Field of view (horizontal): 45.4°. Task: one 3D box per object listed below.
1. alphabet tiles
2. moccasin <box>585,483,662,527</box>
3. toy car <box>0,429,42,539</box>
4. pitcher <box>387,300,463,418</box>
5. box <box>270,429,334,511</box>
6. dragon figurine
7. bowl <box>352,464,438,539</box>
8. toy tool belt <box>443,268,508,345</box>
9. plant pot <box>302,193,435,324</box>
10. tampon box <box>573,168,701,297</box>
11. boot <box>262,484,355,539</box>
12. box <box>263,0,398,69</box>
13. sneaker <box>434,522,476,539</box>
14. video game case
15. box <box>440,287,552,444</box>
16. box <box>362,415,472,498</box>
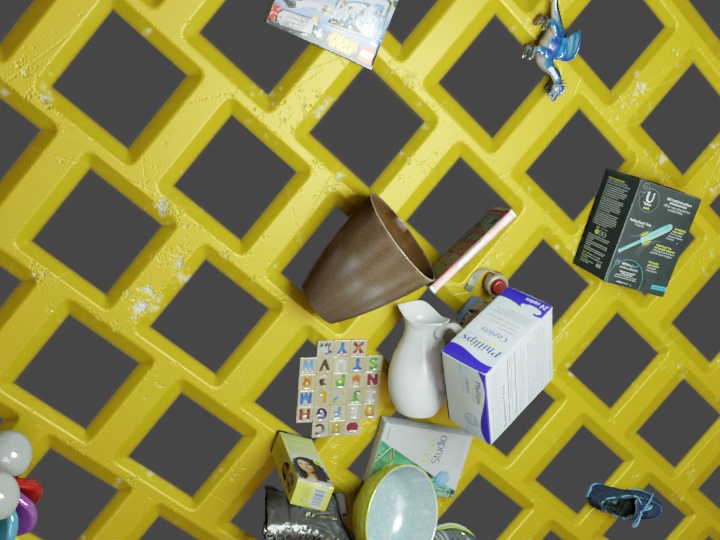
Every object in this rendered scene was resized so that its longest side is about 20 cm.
[{"bbox_3d":[-0.041,0.229,1.666,0.164,0.006,0.203,0,107,-16],"label":"alphabet tiles"},{"bbox_3d":[0.589,0.529,1.906,0.197,0.068,0.082,11,104,-19],"label":"moccasin"},{"bbox_3d":[-0.614,0.388,1.456,0.174,0.201,0.150,-36,121,18],"label":"toy car"},{"bbox_3d":[0.129,0.177,1.611,0.120,0.171,0.203,-6,109,-35],"label":"pitcher"},{"bbox_3d":[-0.110,0.364,1.585,0.074,0.200,0.051,18,99,-21],"label":"box"},{"bbox_3d":[0.356,-0.411,1.548,0.098,0.059,0.203,15,103,-20],"label":"dragon figurine"},{"bbox_3d":[0.048,0.473,1.670,0.198,0.107,0.204,3,86,-42],"label":"bowl"},{"bbox_3d":[0.239,0.107,1.644,0.124,0.123,0.202,27,98,-22],"label":"toy tool belt"},{"bbox_3d":[0.000,0.000,1.528,0.199,0.188,0.187,-37,114,14],"label":"plant pot"},{"bbox_3d":[0.532,-0.075,1.668,0.148,0.126,0.203,14,102,-20],"label":"tampon box"},{"bbox_3d":[-0.104,0.505,1.647,0.171,0.202,0.070,4,133,-20],"label":"boot"},{"bbox_3d":[-0.046,-0.440,1.436,0.197,0.040,0.139,20,100,-21],"label":"box"},{"bbox_3d":[0.158,0.574,1.791,0.197,0.081,0.075,9,105,-18],"label":"sneaker"},{"bbox_3d":[0.192,-0.040,1.574,0.200,0.143,0.017,-44,97,1],"label":"video game case"},{"bbox_3d":[0.247,0.168,1.534,0.199,0.104,0.186,-39,136,-30],"label":"box"},{"bbox_3d":[0.117,0.380,1.743,0.197,0.036,0.147,12,104,-17],"label":"box"}]
